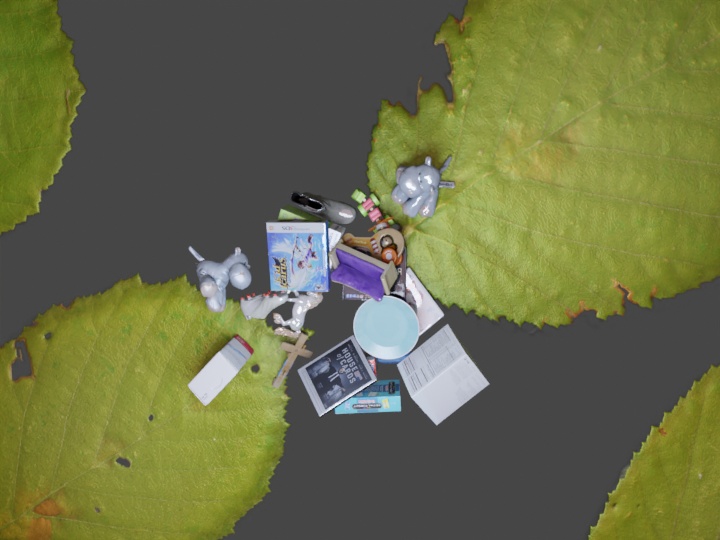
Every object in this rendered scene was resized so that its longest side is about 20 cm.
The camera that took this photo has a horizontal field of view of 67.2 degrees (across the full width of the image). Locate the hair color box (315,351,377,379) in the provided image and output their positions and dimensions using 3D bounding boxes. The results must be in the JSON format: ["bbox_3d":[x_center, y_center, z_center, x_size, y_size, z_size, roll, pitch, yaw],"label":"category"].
[{"bbox_3d":[-0.046,0.300,1.653,0.192,0.111,0.067,-8,96,4],"label":"hair color box"}]

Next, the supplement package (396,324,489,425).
[{"bbox_3d":[0.239,0.304,1.590,0.198,0.152,0.152,-38,121,7],"label":"supplement package"}]

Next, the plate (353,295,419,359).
[{"bbox_3d":[0.075,0.162,1.570,0.192,0.026,0.207,3,113,8],"label":"plate"}]

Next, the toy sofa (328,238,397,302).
[{"bbox_3d":[0.000,0.000,1.535,0.196,0.084,0.099,24,65,27],"label":"toy sofa"}]

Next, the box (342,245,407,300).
[{"bbox_3d":[0.043,0.009,1.635,0.192,0.043,0.167,3,91,9],"label":"box"}]

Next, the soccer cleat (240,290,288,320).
[{"bbox_3d":[-0.287,0.105,1.646,0.195,0.069,0.080,-10,101,36],"label":"soccer cleat"}]

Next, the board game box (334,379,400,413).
[{"bbox_3d":[0.025,0.379,1.636,0.192,0.151,0.049,-3,97,4],"label":"board game box"}]

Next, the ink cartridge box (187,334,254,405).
[{"bbox_3d":[-0.414,0.293,1.632,0.086,0.200,0.148,44,97,-2],"label":"ink cartridge box"}]

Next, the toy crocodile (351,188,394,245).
[{"bbox_3d":[0.047,-0.162,1.623,0.067,0.062,0.202,-36,93,7],"label":"toy crocodile"}]

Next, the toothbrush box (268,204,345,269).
[{"bbox_3d":[-0.160,-0.087,1.624,0.194,0.086,0.150,21,107,3],"label":"toothbrush box"}]

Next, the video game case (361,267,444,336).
[{"bbox_3d":[0.129,0.126,1.666,0.198,0.024,0.184,-39,92,6],"label":"video game case"}]

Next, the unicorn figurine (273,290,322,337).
[{"bbox_3d":[-0.193,0.114,1.670,0.133,0.074,0.206,18,113,2],"label":"unicorn figurine"}]

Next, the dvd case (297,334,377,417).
[{"bbox_3d":[-0.067,0.305,1.576,0.196,0.025,0.153,-31,69,-3],"label":"dvd case"}]

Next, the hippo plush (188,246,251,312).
[{"bbox_3d":[-0.408,0.022,1.655,0.156,0.162,0.203,-21,52,-11],"label":"hippo plush"}]

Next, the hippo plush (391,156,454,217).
[{"bbox_3d":[0.182,-0.234,1.549,0.192,0.161,0.166,-9,95,5],"label":"hippo plush"}]

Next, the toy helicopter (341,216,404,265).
[{"bbox_3d":[0.036,-0.090,1.579,0.193,0.079,0.138,6,92,20],"label":"toy helicopter"}]

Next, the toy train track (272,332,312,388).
[{"bbox_3d":[-0.224,0.277,1.700,0.112,0.033,0.204,22,106,-31],"label":"toy train track"}]

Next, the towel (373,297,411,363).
[{"bbox_3d":[0.094,0.182,1.616,0.107,0.049,0.207,-2,112,10],"label":"towel"}]

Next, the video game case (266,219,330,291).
[{"bbox_3d":[-0.178,-0.042,1.571,0.174,0.046,0.208,1,106,9],"label":"video game case"}]

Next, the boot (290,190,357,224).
[{"bbox_3d":[-0.108,-0.181,1.596,0.193,0.131,0.070,18,98,2],"label":"boot"}]
